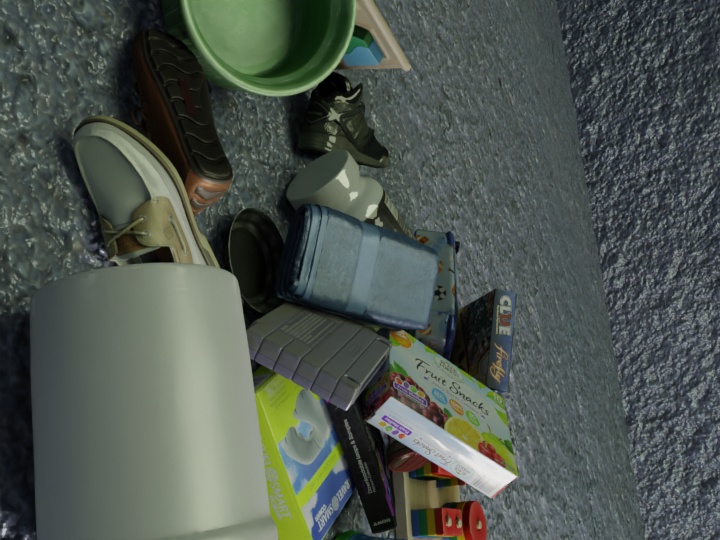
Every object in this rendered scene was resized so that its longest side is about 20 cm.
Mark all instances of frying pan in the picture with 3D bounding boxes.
[{"bbox_3d":[-0.116,0.024,0.888,0.115,0.031,0.192,42,45,-52],"label":"frying pan"}]

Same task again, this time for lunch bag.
[{"bbox_3d":[0.107,0.045,1.247,0.161,0.075,0.202,86,8,-59],"label":"lunch bag"}]

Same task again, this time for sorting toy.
[{"bbox_3d":[-0.052,-0.310,1.022,0.037,0.199,0.185,-59,137,-18],"label":"sorting toy"},{"bbox_3d":[0.120,0.312,1.194,0.198,0.069,0.202,31,51,-56],"label":"sorting toy"}]

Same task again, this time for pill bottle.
[{"bbox_3d":[-0.001,-0.045,1.052,0.201,0.115,0.117,53,34,-27],"label":"pill bottle"}]

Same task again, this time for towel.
[{"bbox_3d":[0.000,0.000,0.962,0.198,0.048,0.113,18,83,-33],"label":"towel"}]

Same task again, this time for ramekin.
[{"bbox_3d":[-0.112,-0.283,0.876,0.198,0.097,0.203,-5,99,-31],"label":"ramekin"}]

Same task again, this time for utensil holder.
[{"bbox_3d":[-0.157,0.113,0.613,0.170,0.168,0.202,17,60,-61],"label":"utensil holder"}]

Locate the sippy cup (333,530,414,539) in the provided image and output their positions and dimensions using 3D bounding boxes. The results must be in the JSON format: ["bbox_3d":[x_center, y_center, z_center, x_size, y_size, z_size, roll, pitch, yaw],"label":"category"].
[{"bbox_3d":[0.041,0.362,0.938,0.177,0.129,0.141,6,72,-63],"label":"sippy cup"}]

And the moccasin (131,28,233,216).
[{"bbox_3d":[-0.178,-0.144,0.795,0.073,0.078,0.203,-3,62,-48],"label":"moccasin"}]

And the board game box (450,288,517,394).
[{"bbox_3d":[0.165,0.115,1.199,0.200,0.034,0.137,135,-35,-71],"label":"board game box"}]

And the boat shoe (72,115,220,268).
[{"bbox_3d":[-0.186,-0.037,0.723,0.201,0.074,0.069,60,27,-29],"label":"boat shoe"}]

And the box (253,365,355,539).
[{"bbox_3d":[-0.067,0.198,0.889,0.122,0.047,0.202,-41,114,-62],"label":"box"}]

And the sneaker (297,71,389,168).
[{"bbox_3d":[-0.010,-0.201,1.138,0.199,0.076,0.116,8,94,-59],"label":"sneaker"}]

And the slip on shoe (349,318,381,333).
[{"bbox_3d":[0.015,0.114,1.093,0.201,0.074,0.061,53,-1,-30],"label":"slip on shoe"}]

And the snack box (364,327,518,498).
[{"bbox_3d":[0.096,0.167,1.012,0.199,0.053,0.143,35,26,-20],"label":"snack box"}]

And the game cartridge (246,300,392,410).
[{"bbox_3d":[-0.043,0.081,0.881,0.200,0.128,0.039,-32,144,-75],"label":"game cartridge"}]

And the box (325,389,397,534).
[{"bbox_3d":[-0.003,0.187,0.988,0.143,0.036,0.202,-87,158,-78],"label":"box"}]

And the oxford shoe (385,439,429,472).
[{"bbox_3d":[0.087,0.206,1.081,0.199,0.070,0.075,-4,59,-55],"label":"oxford shoe"}]
